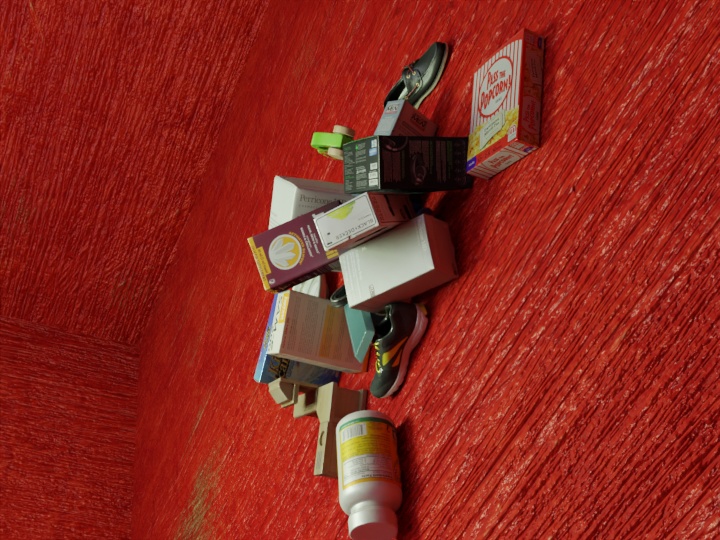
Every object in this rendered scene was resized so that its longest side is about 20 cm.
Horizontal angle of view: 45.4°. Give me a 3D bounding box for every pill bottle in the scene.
[{"bbox_3d":[0.016,0.356,1.486,0.113,0.111,0.203,-53,30,41],"label":"pill bottle"}]

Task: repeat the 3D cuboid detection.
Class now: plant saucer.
[{"bbox_3d":[-0.005,0.091,1.630,0.201,0.019,0.071,-107,35,-61],"label":"plant saucer"},{"bbox_3d":[-0.118,0.075,2.066,0.200,0.049,0.204,131,146,-49],"label":"plant saucer"}]

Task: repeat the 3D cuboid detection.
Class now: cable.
[{"bbox_3d":[0.000,0.000,1.676,0.096,0.199,0.051,12,126,46],"label":"cable"}]

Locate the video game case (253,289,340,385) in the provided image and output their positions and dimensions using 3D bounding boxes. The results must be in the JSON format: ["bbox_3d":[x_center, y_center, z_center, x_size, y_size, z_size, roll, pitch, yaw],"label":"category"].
[{"bbox_3d":[-0.117,0.156,1.839,0.045,0.178,0.205,10,85,67],"label":"video game case"}]

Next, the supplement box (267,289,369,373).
[{"bbox_3d":[-0.078,0.126,1.740,0.073,0.196,0.129,-16,60,63],"label":"supplement box"}]

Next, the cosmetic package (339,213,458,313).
[{"bbox_3d":[0.067,-0.009,1.520,0.198,0.089,0.109,-29,63,35],"label":"cosmetic package"}]

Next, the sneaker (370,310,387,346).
[{"bbox_3d":[0.033,0.045,1.712,0.090,0.066,0.203,-46,37,39],"label":"sneaker"}]

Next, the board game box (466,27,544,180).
[{"bbox_3d":[0.239,-0.272,1.426,0.151,0.045,0.205,-31,48,60],"label":"board game box"}]

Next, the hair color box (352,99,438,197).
[{"bbox_3d":[0.066,-0.218,1.681,0.060,0.098,0.203,9,73,55],"label":"hair color box"}]

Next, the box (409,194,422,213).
[{"bbox_3d":[0.079,-0.142,1.754,0.122,0.032,0.203,-55,31,40],"label":"box"}]

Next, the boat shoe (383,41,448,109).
[{"bbox_3d":[0.115,-0.396,1.787,0.202,0.062,0.075,-50,30,44],"label":"boat shoe"}]

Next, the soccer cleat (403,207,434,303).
[{"bbox_3d":[0.084,-0.023,1.604,0.067,0.075,0.204,34,108,67],"label":"soccer cleat"}]

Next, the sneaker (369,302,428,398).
[{"bbox_3d":[0.050,0.139,1.575,0.203,0.083,0.075,-67,23,19],"label":"sneaker"}]

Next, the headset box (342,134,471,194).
[{"bbox_3d":[0.088,-0.188,1.553,0.174,0.196,0.095,-174,82,-68],"label":"headset box"}]

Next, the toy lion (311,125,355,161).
[{"bbox_3d":[-0.029,-0.263,1.886,0.190,0.197,0.070,14,91,49],"label":"toy lion"}]

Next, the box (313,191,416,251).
[{"bbox_3d":[0.015,-0.087,1.519,0.115,0.199,0.061,-24,85,24],"label":"box"}]

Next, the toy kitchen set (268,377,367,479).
[{"bbox_3d":[-0.108,0.323,1.737,0.199,0.160,0.185,-32,47,60],"label":"toy kitchen set"}]

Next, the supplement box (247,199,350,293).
[{"bbox_3d":[-0.107,-0.045,1.693,0.086,0.196,0.112,35,-147,-80],"label":"supplement box"}]

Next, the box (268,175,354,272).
[{"bbox_3d":[-0.084,-0.100,1.864,0.200,0.195,0.176,-148,64,-68],"label":"box"}]
